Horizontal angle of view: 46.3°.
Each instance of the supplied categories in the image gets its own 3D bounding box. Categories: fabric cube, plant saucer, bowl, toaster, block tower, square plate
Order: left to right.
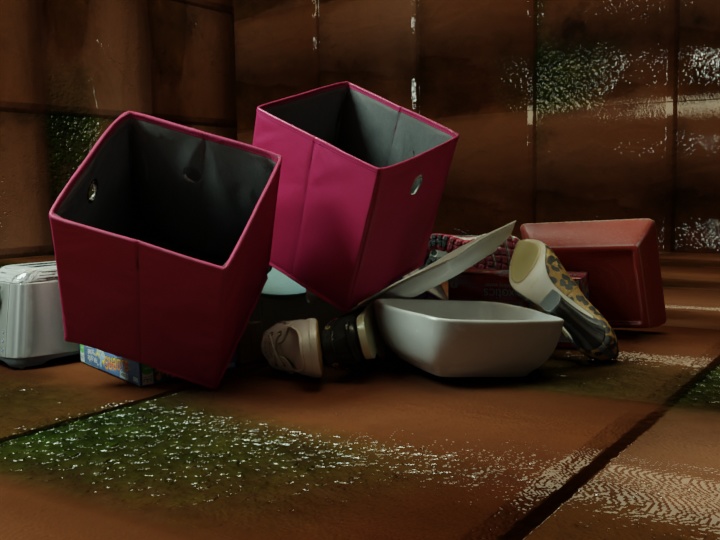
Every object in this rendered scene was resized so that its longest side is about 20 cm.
[{"bbox_3d":[-0.420,0.055,1.176,0.113,0.132,0.198,6,9,45],"label":"toaster"},{"bbox_3d":[-0.216,-0.025,0.967,0.197,0.201,0.198,17,46,2],"label":"fabric cube"},{"bbox_3d":[-0.212,0.088,1.186,0.053,0.059,0.198,-4,5,-39],"label":"block tower"},{"bbox_3d":[-0.117,-0.006,1.246,0.197,0.039,0.202,4,33,-2],"label":"plant saucer"},{"bbox_3d":[-0.017,-0.103,1.098,0.198,0.202,0.195,29,33,24],"label":"fabric cube"},{"bbox_3d":[0.106,0.002,1.180,0.199,0.029,0.197,-29,-2,41],"label":"square plate"},{"bbox_3d":[0.126,0.082,1.042,0.196,0.076,0.199,3,5,-22],"label":"bowl"},{"bbox_3d":[0.351,0.017,1.275,0.197,0.202,0.037,-1,39,27],"label":"plant saucer"}]

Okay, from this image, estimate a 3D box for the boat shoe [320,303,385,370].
[{"bbox_3d":[-0.005,0.086,1.082,0.062,0.075,0.201,-15,-3,10],"label":"boat shoe"}]

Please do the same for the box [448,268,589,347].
[{"bbox_3d":[0.233,0.052,1.243,0.197,0.102,0.095,1,6,23],"label":"box"}]

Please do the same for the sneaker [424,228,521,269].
[{"bbox_3d":[0.189,-0.028,1.369,0.197,0.082,0.075,10,7,16],"label":"sneaker"}]

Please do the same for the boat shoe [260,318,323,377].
[{"bbox_3d":[-0.088,0.097,1.039,0.068,0.072,0.200,-3,-2,-12],"label":"boat shoe"}]

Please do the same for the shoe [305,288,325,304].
[{"bbox_3d":[0.000,0.000,1.189,0.198,0.054,0.070,-17,41,-38],"label":"shoe"}]

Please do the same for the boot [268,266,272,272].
[{"bbox_3d":[-0.238,0.009,1.137,0.197,0.073,0.155,16,49,21],"label":"boot"}]

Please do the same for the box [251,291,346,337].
[{"bbox_3d":[-0.109,0.067,1.260,0.196,0.084,0.068,-1,5,-11],"label":"box"}]

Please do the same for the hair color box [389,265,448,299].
[{"bbox_3d":[0.050,0.001,1.352,0.065,0.110,0.199,-40,-43,19],"label":"hair color box"}]

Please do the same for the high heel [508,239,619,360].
[{"bbox_3d":[0.273,0.040,1.139,0.142,0.071,0.201,38,19,-24],"label":"high heel"}]

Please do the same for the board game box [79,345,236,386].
[{"bbox_3d":[-0.269,0.107,1.103,0.134,0.035,0.199,-6,8,-37],"label":"board game box"}]
